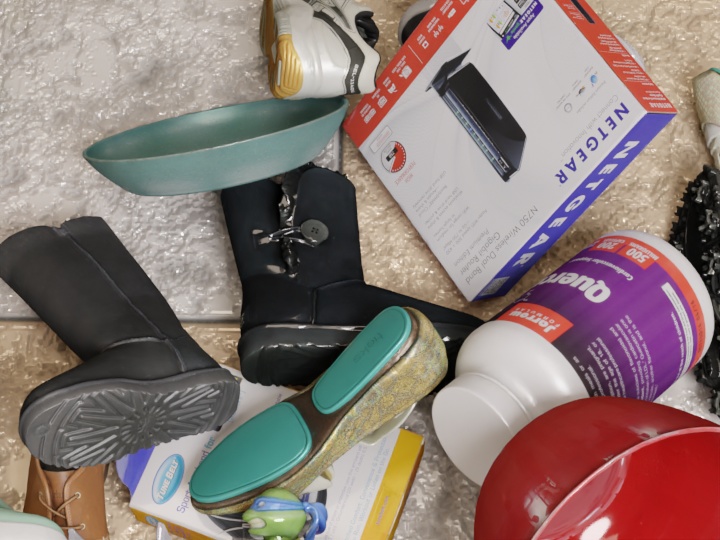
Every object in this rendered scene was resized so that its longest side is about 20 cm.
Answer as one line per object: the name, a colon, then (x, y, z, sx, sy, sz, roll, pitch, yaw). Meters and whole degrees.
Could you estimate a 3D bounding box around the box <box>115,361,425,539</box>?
box: (-0.067, 0.141, 0.977, 0.198, 0.042, 0.120, 18, 66, 11)

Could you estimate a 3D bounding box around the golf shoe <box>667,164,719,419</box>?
golf shoe: (0.285, 0.019, 1.025, 0.094, 0.078, 0.202, 3, 65, -18)

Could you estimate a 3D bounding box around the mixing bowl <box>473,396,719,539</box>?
mixing bowl: (0.143, 0.152, 0.841, 0.199, 0.201, 0.108, -26, 35, -12)

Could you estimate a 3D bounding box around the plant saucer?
plant saucer: (-0.103, -0.090, 1.031, 0.198, 0.200, 0.036, -12, 104, -6)

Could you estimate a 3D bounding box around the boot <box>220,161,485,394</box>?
boot: (0.000, 0.000, 1.020, 0.198, 0.077, 0.169, 2, 55, -13)

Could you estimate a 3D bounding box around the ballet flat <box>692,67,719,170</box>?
ballet flat: (0.309, -0.072, 1.064, 0.062, 0.068, 0.200, -39, 70, -6)

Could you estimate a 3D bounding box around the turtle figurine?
turtle figurine: (-0.091, 0.238, 0.855, 0.143, 0.199, 0.196, -12, 82, 35)

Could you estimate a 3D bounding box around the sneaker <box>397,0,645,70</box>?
sneaker: (0.118, -0.147, 1.078, 0.198, 0.076, 0.114, 15, 46, 3)

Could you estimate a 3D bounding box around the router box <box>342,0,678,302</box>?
router box: (0.101, -0.110, 1.017, 0.049, 0.200, 0.180, -7, 54, -50)

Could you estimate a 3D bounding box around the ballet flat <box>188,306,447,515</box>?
ballet flat: (-0.022, 0.106, 0.931, 0.200, 0.071, 0.071, -41, 69, 5)

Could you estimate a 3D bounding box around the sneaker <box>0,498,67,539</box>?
sneaker: (-0.261, 0.135, 0.930, 0.199, 0.074, 0.119, 1, 58, 31)

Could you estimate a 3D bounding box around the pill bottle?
pill bottle: (0.142, 0.062, 0.947, 0.199, 0.113, 0.112, -33, 68, -34)

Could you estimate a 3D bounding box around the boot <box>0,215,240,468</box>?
boot: (-0.197, 0.038, 0.953, 0.164, 0.066, 0.200, -1, 39, -46)

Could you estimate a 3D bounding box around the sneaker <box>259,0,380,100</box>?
sneaker: (-0.031, -0.189, 1.098, 0.087, 0.076, 0.201, 2, 38, -11)

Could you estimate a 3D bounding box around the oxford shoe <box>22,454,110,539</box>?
oxford shoe: (-0.202, 0.170, 0.946, 0.071, 0.071, 0.202, -4, 66, -4)

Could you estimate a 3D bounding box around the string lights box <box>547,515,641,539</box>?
string lights box: (0.201, 0.201, 0.935, 0.198, 0.059, 0.104, 4, 64, 2)
